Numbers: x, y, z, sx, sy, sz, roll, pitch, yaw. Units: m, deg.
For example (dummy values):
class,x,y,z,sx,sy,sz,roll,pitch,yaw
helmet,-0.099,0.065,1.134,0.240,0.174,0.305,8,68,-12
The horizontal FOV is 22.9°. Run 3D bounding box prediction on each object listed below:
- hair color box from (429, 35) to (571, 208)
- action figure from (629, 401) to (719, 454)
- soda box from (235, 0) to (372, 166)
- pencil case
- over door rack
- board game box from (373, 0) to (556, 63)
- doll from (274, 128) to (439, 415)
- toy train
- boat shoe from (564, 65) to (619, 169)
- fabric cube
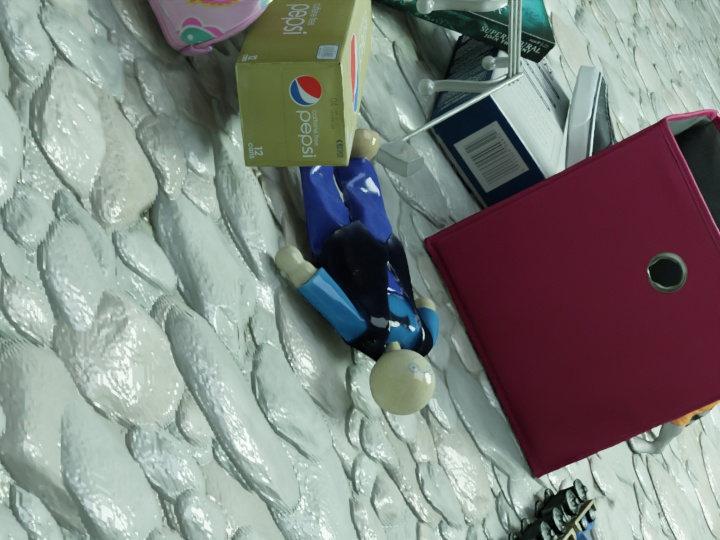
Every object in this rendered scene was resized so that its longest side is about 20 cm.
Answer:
class,x,y,z,sx,sy,sz,roll,pitch,yaw
hair color box,0.119,-0.134,1.480,0.100,0.061,0.200,55,24,-17
action figure,0.315,0.061,1.511,0.105,0.193,0.200,54,24,-22
soda box,-0.032,-0.136,1.112,0.200,0.064,0.068,-79,167,-61
pencil case,-0.126,-0.223,1.037,0.200,0.087,0.087,55,24,-15
over door rack,0.058,-0.179,1.296,0.200,0.067,0.148,-42,139,-48
board game box,0.062,-0.253,1.443,0.200,0.028,0.135,15,48,-32
doll,0.000,0.000,1.098,0.136,0.048,0.200,16,48,-46
toy train,0.123,0.185,1.177,0.046,0.034,0.200,66,23,-2
boat shoe,0.207,-0.076,1.508,0.072,0.068,0.200,78,15,-73
fabric cube,0.200,0.012,1.317,0.196,0.199,0.200,65,23,4
